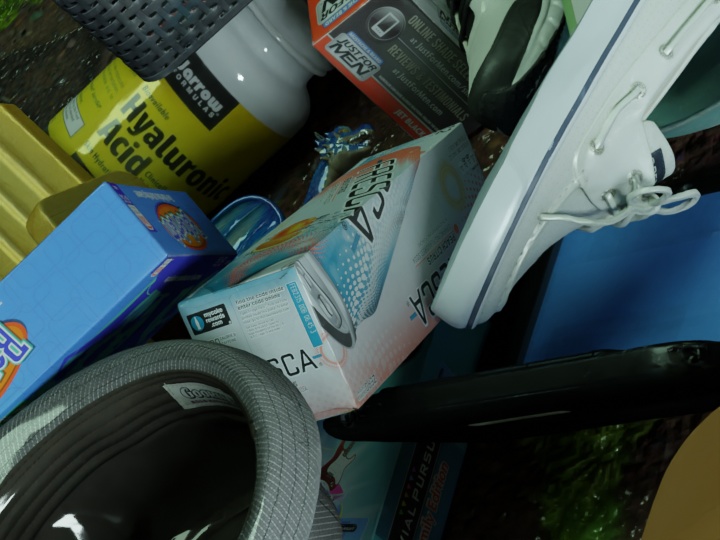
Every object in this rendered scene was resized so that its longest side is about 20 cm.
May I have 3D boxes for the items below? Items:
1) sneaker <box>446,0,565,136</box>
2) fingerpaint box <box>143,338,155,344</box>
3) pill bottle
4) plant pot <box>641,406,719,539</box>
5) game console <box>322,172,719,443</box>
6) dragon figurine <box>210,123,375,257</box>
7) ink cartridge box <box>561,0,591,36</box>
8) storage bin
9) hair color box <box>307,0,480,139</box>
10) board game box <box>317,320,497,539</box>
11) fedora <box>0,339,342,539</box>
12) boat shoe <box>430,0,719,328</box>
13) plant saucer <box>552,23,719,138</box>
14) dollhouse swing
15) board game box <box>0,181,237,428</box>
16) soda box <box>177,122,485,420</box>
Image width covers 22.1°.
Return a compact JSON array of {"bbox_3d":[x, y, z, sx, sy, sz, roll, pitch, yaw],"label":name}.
[{"bbox_3d":[0.069,-0.144,0.979,0.201,0.079,0.074,-77,6,-50],"label":"sneaker"},{"bbox_3d":[-0.120,0.154,0.864,0.167,0.073,0.200,-41,36,9],"label":"fingerpaint box"},{"bbox_3d":[-0.101,-0.103,1.140,0.200,0.111,0.112,-42,35,13],"label":"pill bottle"},{"bbox_3d":[0.161,0.120,0.572,0.199,0.200,0.140,-35,21,21],"label":"plant pot"},{"bbox_3d":[0.103,0.008,0.802,0.199,0.175,0.118,-14,76,42],"label":"game console"},{"bbox_3d":[-0.056,0.000,1.037,0.199,0.059,0.100,-35,37,21],"label":"dragon figurine"},{"bbox_3d":[0.161,-0.215,0.882,0.200,0.048,0.146,-53,24,32],"label":"ink cartridge box"},{"bbox_3d":[-0.090,-0.224,1.060,0.200,0.094,0.136,-40,35,16],"label":"storage bin"},{"bbox_3d":[0.021,-0.173,1.065,0.064,0.111,0.201,-35,36,22],"label":"hair color box"},{"bbox_3d":[-0.025,0.113,0.905,0.150,0.047,0.202,-12,50,43],"label":"board game box"},{"bbox_3d":[-0.084,0.123,0.719,0.199,0.090,0.177,-37,42,9],"label":"fedora"},{"bbox_3d":[0.110,-0.049,0.807,0.203,0.086,0.075,-59,-3,-17],"label":"boat shoe"},{"bbox_3d":[0.180,-0.139,0.904,0.199,0.036,0.201,-37,32,29],"label":"plant saucer"},{"bbox_3d":[-0.224,0.020,1.051,0.201,0.175,0.182,-56,-7,19],"label":"dollhouse swing"},{"bbox_3d":[-0.153,0.045,0.828,0.200,0.045,0.152,-43,-4,7],"label":"board game box"},{"bbox_3d":[0.000,0.000,0.827,0.063,0.069,0.200,-19,13,29],"label":"soda box"}]
